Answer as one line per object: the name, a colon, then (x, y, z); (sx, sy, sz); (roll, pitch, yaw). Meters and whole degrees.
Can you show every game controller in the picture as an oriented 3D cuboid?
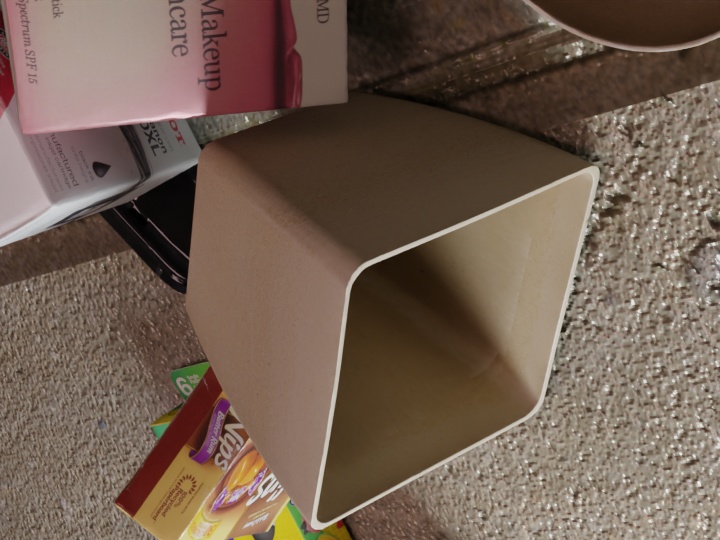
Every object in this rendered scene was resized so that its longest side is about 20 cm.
game controller: (-0.168, -0.075, 1.330); (0.200, 0.042, 0.104); (46, 125, 9)

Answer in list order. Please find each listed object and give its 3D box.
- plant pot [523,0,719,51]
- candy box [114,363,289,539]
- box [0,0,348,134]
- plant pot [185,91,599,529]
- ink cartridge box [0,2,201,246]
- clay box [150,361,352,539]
plant pot: (0.153, -0.221, 0.839); (0.200, 0.134, 0.201); (24, 132, 30)
candy box: (-0.082, 0.126, 1.234); (0.056, 0.200, 0.117); (37, 95, 16)
box: (-0.112, -0.168, 1.065); (0.109, 0.200, 0.128); (-107, 13, -54)
plant pot: (0.000, 0.000, 1.103); (0.177, 0.200, 0.200); (39, 136, 33)
ink cartridge box: (-0.210, -0.107, 1.201); (0.083, 0.200, 0.145); (-26, 91, 27)
clay box: (-0.086, 0.167, 1.402); (0.115, 0.048, 0.200); (-17, 105, 48)
